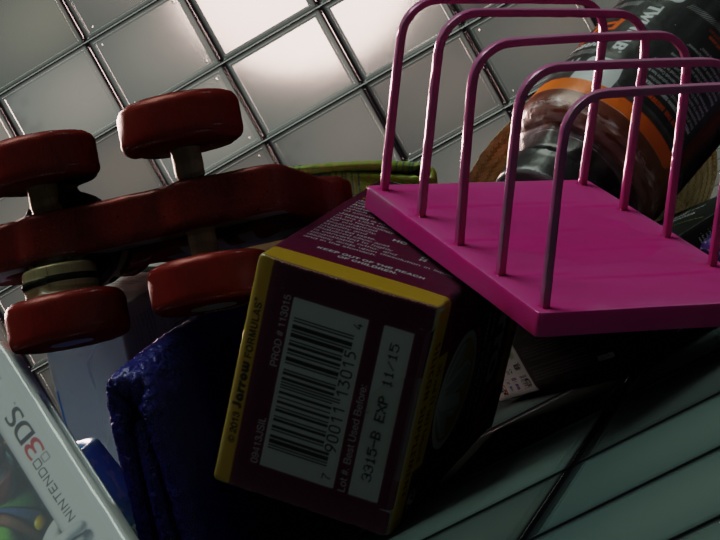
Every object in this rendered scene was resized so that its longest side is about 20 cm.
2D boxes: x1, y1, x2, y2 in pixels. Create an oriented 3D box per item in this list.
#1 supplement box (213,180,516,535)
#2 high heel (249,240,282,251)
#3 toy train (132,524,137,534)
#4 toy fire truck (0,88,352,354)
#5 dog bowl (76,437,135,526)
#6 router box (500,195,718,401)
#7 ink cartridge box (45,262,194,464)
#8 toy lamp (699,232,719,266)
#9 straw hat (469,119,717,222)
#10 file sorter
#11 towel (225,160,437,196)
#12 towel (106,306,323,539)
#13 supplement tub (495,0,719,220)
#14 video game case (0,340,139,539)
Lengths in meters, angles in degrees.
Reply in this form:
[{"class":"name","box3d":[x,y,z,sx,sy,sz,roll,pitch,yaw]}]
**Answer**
[{"class":"supplement box","box3d":[0.012,0.042,1.344,0.103,0.131,0.200,16,18,14]},{"class":"high heel","box3d":[0.000,0.000,1.525,0.199,0.072,0.143,6,-5,-8]},{"class":"toy train","box3d":[-0.130,0.163,1.478,0.200,0.085,0.114,-28,14,-35]},{"class":"toy fire truck","box3d":[-0.114,-0.021,1.370,0.199,0.112,0.168,-14,-8,14]},{"class":"dog bowl","box3d":[-0.211,0.148,1.368,0.200,0.050,0.111,-23,5,19]},{"class":"router box","box3d":[0.161,0.011,1.445,0.149,0.051,0.200,-30,1,-19]},{"class":"ink cartridge box","box3d":[-0.095,0.041,1.509,0.068,0.116,0.200,1,20,37]},{"class":"toy lamp","box3d":[0.271,-0.045,1.327,0.200,0.058,0.058,-30,3,-10]},{"class":"straw hat","box3d":[0.167,-0.025,1.610,0.201,0.201,0.085,-30,43,-8]},{"class":"file sorter","box3d":[0.111,-0.061,1.279,0.139,0.126,0.200,-3,21,-25]},{"class":"towel","box3d":[-0.018,-0.014,1.629,0.143,0.023,0.200,-4,-27,-2]},{"class":"towel","box3d":[-0.075,0.093,1.379,0.049,0.148,0.200,-13,11,24]},{"class":"supplement tub","box3d":[0.164,-0.094,1.516,0.200,0.107,0.107,-47,12,-32]},{"class":"video game case","box3d":[-0.218,0.158,1.285,0.200,0.182,0.023,-43,-42,4]}]
